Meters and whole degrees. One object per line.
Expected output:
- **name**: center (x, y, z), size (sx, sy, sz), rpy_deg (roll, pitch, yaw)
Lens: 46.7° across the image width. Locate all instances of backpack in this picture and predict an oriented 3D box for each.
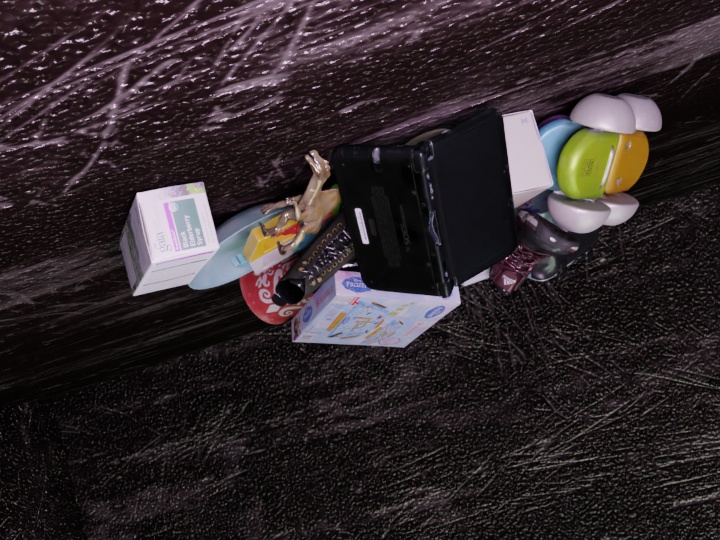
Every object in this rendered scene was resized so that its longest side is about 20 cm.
- **backpack**: center (0.257, -0.094, 1.310), size (0.177, 0.152, 0.199), rpy_deg (-34, -139, -30)

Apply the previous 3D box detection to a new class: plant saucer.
- **plant saucer**: center (-0.156, -0.044, 1.145), size (0.200, 0.039, 0.201), rpy_deg (-31, 169, -7)

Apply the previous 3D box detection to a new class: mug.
- **mug**: center (-0.080, 0.011, 1.445), size (0.199, 0.178, 0.134), rpy_deg (-26, -148, 33)

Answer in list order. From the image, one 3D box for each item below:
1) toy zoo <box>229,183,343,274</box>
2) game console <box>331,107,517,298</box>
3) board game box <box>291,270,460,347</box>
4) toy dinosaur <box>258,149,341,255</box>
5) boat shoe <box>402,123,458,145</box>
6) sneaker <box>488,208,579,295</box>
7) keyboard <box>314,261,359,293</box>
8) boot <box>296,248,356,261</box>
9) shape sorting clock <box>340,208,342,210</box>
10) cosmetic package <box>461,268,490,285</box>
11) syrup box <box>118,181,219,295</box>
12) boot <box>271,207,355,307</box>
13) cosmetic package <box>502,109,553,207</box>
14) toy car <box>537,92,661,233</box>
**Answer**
- **toy zoo**: center (-0.086, -0.055, 1.132), size (0.199, 0.021, 0.131), rpy_deg (-30, 168, -18)
- **game console**: center (0.081, -0.081, 0.997), size (0.175, 0.201, 0.117), rpy_deg (5, -143, 27)
- **board game box**: center (0.018, 0.063, 1.271), size (0.198, 0.041, 0.200), rpy_deg (5, 155, -23)
- **toy dinosaur**: center (-0.065, -0.062, 1.002), size (0.101, 0.058, 0.200), rpy_deg (-32, 162, -16)
- **boat shoe**: center (0.072, -0.130, 1.056), size (0.063, 0.073, 0.201), rpy_deg (-59, -171, -35)
- **sneaker**: center (0.223, -0.013, 1.109), size (0.116, 0.075, 0.200), rpy_deg (-59, 180, 8)
- **keyboard**: center (0.000, 0.000, 1.233), size (0.198, 0.040, 0.104), rpy_deg (-4, 152, -5)
- **boot**: center (-0.049, 0.009, 1.312), size (0.198, 0.070, 0.175), rpy_deg (6, 132, 1)
- **shape sorting clock**: center (0.058, -0.104, 1.323), size (0.198, 0.040, 0.200), rpy_deg (-16, 174, -2)
- **cosmetic package**: center (0.134, -0.040, 1.270), size (0.101, 0.075, 0.200), rpy_deg (-16, -160, -26)
- **syrup box**: center (-0.230, -0.033, 0.986), size (0.081, 0.079, 0.200), rpy_deg (-13, 173, -24)
- **boot**: center (-0.027, -0.030, 1.068), size (0.138, 0.077, 0.200), rpy_deg (-46, 179, -43)
- **cosmetic package**: center (0.172, -0.128, 1.121), size (0.072, 0.104, 0.200), rpy_deg (-13, 172, -15)
- **toy car**: center (0.298, -0.155, 1.119), size (0.149, 0.176, 0.199), rpy_deg (26, -154, 35)
